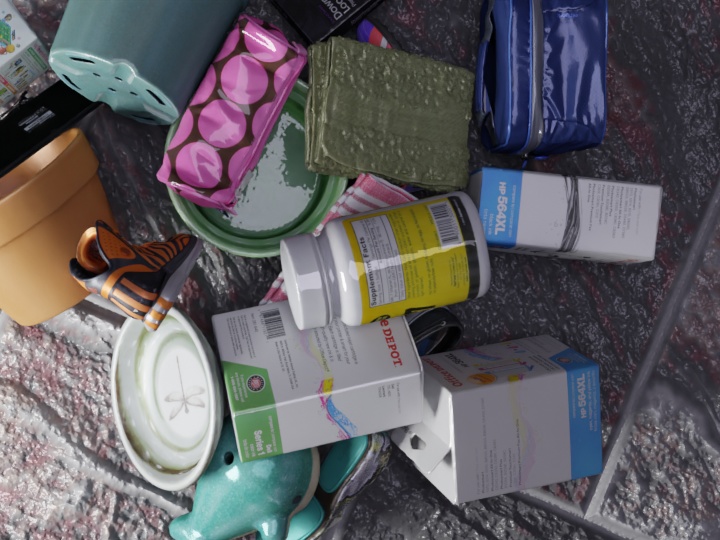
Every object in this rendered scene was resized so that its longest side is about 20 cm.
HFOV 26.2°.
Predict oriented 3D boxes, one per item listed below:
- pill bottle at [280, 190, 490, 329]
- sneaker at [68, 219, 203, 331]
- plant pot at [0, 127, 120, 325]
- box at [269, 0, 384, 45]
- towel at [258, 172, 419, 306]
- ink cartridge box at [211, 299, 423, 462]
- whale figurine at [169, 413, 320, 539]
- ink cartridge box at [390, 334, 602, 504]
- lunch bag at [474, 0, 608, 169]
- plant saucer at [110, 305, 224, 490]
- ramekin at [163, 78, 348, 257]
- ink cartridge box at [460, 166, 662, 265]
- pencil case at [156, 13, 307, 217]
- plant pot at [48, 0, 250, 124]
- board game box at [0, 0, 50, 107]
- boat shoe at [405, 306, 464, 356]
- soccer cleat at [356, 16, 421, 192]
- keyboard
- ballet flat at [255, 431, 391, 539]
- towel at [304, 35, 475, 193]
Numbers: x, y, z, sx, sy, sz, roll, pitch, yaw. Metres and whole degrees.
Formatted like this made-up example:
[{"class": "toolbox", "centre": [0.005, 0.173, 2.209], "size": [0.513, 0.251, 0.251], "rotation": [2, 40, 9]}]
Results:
[{"class": "pill bottle", "centre": [0.024, -0.007, 1.582], "size": [0.198, 0.114, 0.115], "rotation": [-12, 91, -9]}, {"class": "sneaker", "centre": [-0.228, -0.016, 1.574], "size": [0.112, 0.200, 0.078], "rotation": [32, 103, -7]}, {"class": "plant pot", "centre": [-0.341, -0.037, 1.624], "size": [0.199, 0.200, 0.141], "rotation": [-33, 108, -5]}, {"class": "box", "centre": [-0.017, -0.353, 1.706], "size": [0.200, 0.036, 0.143], "rotation": [-41, 75, -3]}, {"class": "towel", "centre": [0.000, 0.000, 1.664], "size": [0.146, 0.030, 0.200], "rotation": [28, 110, -33]}, {"class": "ink cartridge box", "centre": [-0.045, 0.103, 1.616], "size": [0.198, 0.145, 0.084], "rotation": [-12, 135, -7]}, {"class": "whale figurine", "centre": [-0.137, 0.234, 1.662], "size": [0.200, 0.104, 0.159], "rotation": [-47, 60, 11]}, {"class": "ink cartridge box", "centre": [0.141, 0.158, 1.656], "size": [0.198, 0.128, 0.126], "rotation": [-8, 106, -19]}, {"class": "lunch bag", "centre": [0.189, -0.212, 1.691], "size": [0.131, 0.136, 0.202], "rotation": [1, 89, -8]}, {"class": "plant saucer", "centre": [-0.195, 0.131, 1.650], "size": [0.050, 0.199, 0.202], "rotation": [-6, 90, -41]}, {"class": "ramekin", "centre": [-0.114, -0.114, 1.683], "size": [0.198, 0.098, 0.202], "rotation": [0, 89, -6]}, {"class": "ink cartridge box", "centre": [0.213, -0.058, 1.688], "size": [0.198, 0.146, 0.085], "rotation": [7, 88, -5]}, {"class": "pencil case", "centre": [-0.126, -0.160, 1.590], "size": [0.093, 0.091, 0.201], "rotation": [24, 88, 31]}, {"class": "plant pot", "centre": [-0.219, -0.272, 1.605], "size": [0.199, 0.200, 0.197], "rotation": [24, 75, -5]}, {"class": "board game box", "centre": [-0.425, -0.194, 1.631], "size": [0.200, 0.148, 0.064], "rotation": [-39, 90, -5]}, {"class": "boat shoe", "centre": [0.033, 0.115, 1.704], "size": [0.200, 0.057, 0.069], "rotation": [-46, 124, -6]}, {"class": "soccer cleat", "centre": [0.036, -0.184, 1.713], "size": [0.073, 0.068, 0.201], "rotation": [-28, 96, -9]}, {"class": "keyboard", "centre": [-0.350, -0.154, 1.674], "size": [0.200, 0.104, 0.040], "rotation": [-39, 137, -21]}, {"class": "ballet flat", "centre": [-0.033, 0.248, 1.697], "size": [0.072, 0.072, 0.201], "rotation": [40, 109, -4]}, {"class": "towel", "centre": [0.031, -0.164, 1.648], "size": [0.198, 0.036, 0.150], "rotation": [7, 85, -25]}]
